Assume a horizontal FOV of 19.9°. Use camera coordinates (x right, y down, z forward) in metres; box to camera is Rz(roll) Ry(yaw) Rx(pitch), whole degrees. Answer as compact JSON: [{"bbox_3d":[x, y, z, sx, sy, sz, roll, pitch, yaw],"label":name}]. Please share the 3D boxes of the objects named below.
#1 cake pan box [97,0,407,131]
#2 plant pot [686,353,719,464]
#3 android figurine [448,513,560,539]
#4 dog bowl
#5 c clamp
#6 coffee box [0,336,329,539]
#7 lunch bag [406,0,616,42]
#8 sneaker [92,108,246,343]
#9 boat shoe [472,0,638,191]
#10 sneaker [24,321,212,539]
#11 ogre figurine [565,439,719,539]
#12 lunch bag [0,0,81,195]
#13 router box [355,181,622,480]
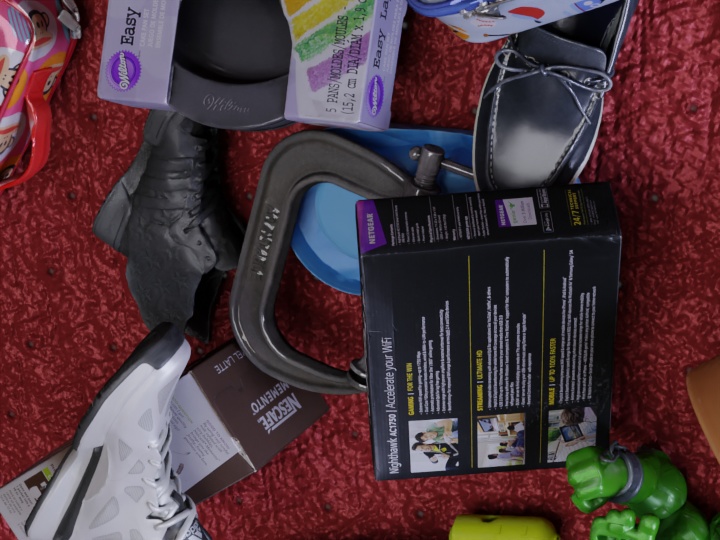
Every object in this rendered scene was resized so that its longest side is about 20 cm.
[{"bbox_3d":[-0.062,-0.183,1.245,0.184,0.052,0.200,9,91,25],"label":"cake pan box"},{"bbox_3d":[0.296,0.105,1.146,0.140,0.200,0.200,-34,92,14],"label":"plant pot"},{"bbox_3d":[0.113,0.246,1.360,0.200,0.041,0.182,1,109,27],"label":"android figurine"},{"bbox_3d":[0.049,-0.039,1.281,0.200,0.050,0.112,7,111,23],"label":"dog bowl"},{"bbox_3d":[0.000,0.000,1.273,0.171,0.027,0.200,29,118,14],"label":"c clamp"},{"bbox_3d":[-0.136,0.123,1.390,0.200,0.114,0.080,-32,93,31],"label":"coffee box"},{"bbox_3d":[0.085,-0.228,1.136,0.160,0.076,0.200,-14,71,29],"label":"lunch bag"},{"bbox_3d":[-0.108,-0.041,1.351,0.104,0.060,0.200,40,125,9],"label":"sneaker"},{"bbox_3d":[0.114,-0.123,1.181,0.075,0.062,0.200,24,99,11],"label":"boat shoe"},{"bbox_3d":[-0.124,0.126,1.289,0.115,0.076,0.201,33,126,2],"label":"sneaker"},{"bbox_3d":[0.190,0.185,1.255,0.200,0.120,0.098,46,116,2],"label":"ogre figurine"},{"bbox_3d":[-0.280,-0.129,1.385,0.176,0.082,0.200,37,119,8],"label":"lunch bag"},{"bbox_3d":[0.076,0.040,1.222,0.149,0.051,0.200,-4,134,-1],"label":"router box"}]
